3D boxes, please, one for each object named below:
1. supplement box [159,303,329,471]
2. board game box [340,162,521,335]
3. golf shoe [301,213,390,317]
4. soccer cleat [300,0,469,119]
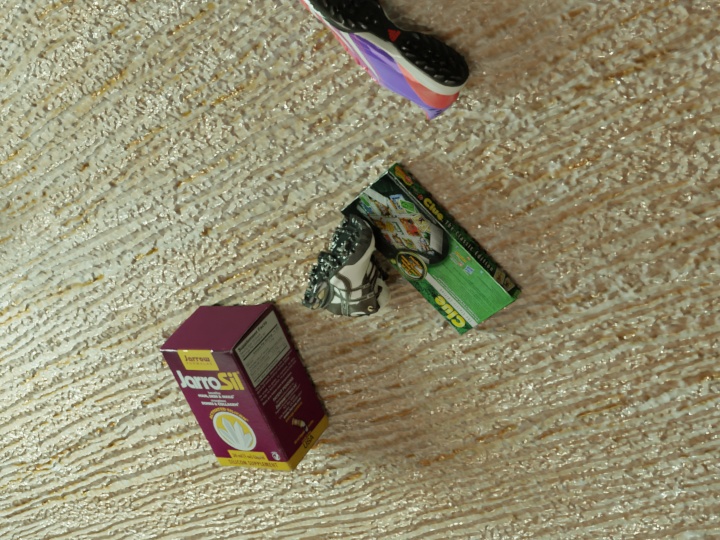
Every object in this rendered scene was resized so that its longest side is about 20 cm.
[{"bbox_3d":[-0.147,0.151,1.735,0.131,0.103,0.200,-2,123,38],"label":"supplement box"},{"bbox_3d":[0.077,-0.022,1.491,0.200,0.023,0.105,46,136,-7],"label":"board game box"},{"bbox_3d":[0.000,0.000,1.520,0.094,0.078,0.200,23,159,-6],"label":"golf shoe"},{"bbox_3d":[0.012,-0.225,1.335,0.200,0.068,0.073,34,142,2],"label":"soccer cleat"}]
